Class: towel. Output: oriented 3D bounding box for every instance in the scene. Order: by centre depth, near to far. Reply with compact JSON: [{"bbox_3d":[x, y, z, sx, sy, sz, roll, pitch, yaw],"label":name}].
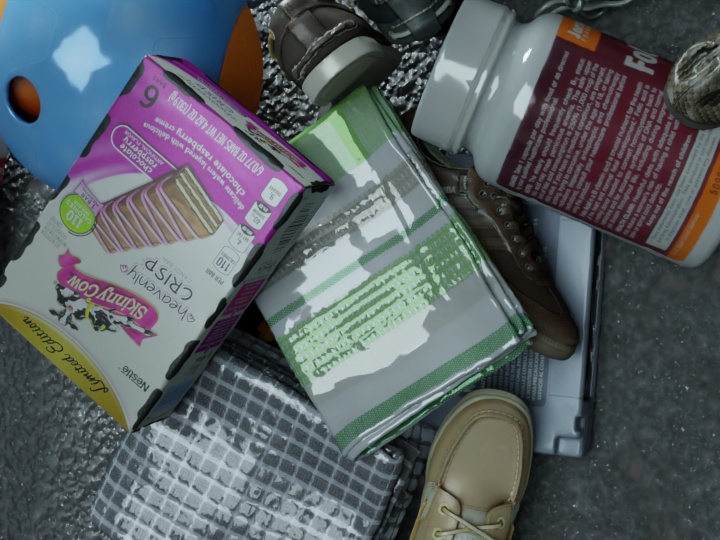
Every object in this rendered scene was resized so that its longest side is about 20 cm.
[{"bbox_3d":[0.000,0.000,0.922,0.149,0.031,0.201,-35,76,11],"label":"towel"},{"bbox_3d":[-0.069,0.144,0.989,0.199,0.086,0.166,27,96,12],"label":"towel"}]

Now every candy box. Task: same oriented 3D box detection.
[{"bbox_3d":[-0.130,-0.017,0.924,0.136,0.061,0.200,39,106,11],"label":"candy box"}]

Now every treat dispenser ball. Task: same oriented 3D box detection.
[{"bbox_3d":[-0.170,-0.146,1.036,0.200,0.201,0.202,0,90,26],"label":"treat dispenser ball"}]

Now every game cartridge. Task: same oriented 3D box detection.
[{"bbox_3d":[0.099,0.021,0.998,0.133,0.041,0.201,5,92,30],"label":"game cartridge"}]

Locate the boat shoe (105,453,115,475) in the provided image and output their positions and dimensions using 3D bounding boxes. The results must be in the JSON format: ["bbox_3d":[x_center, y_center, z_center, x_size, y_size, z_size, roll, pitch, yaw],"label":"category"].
[{"bbox_3d":[-0.121,0.186,1.090,0.199,0.057,0.067,25,100,24],"label":"boat shoe"}]

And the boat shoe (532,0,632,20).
[{"bbox_3d":[0.141,-0.203,0.958,0.201,0.075,0.086,25,100,26],"label":"boat shoe"}]

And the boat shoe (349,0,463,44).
[{"bbox_3d":[0.034,-0.179,0.948,0.072,0.200,0.068,-38,94,11],"label":"boat shoe"}]

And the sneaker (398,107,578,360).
[{"bbox_3d":[0.080,-0.029,0.951,0.200,0.070,0.076,45,104,18],"label":"sneaker"}]

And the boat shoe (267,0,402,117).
[{"bbox_3d":[-0.019,-0.144,0.964,0.072,0.200,0.060,-40,88,7],"label":"boat shoe"}]

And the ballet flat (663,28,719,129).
[{"bbox_3d":[0.263,-0.147,0.857,0.199,0.046,0.067,-29,71,-18],"label":"ballet flat"}]

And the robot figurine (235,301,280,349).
[{"bbox_3d":[-0.055,0.009,1.059,0.145,0.058,0.200,43,106,20],"label":"robot figurine"}]

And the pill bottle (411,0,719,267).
[{"bbox_3d":[0.141,-0.091,0.904,0.199,0.114,0.115,23,100,3],"label":"pill bottle"}]

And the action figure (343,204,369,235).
[{"bbox_3d":[0.000,-0.018,0.974,0.200,0.065,0.052,44,93,11],"label":"action figure"}]

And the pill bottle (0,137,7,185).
[{"bbox_3d":[-0.350,-0.074,1.167,0.119,0.119,0.201,15,96,25],"label":"pill bottle"}]

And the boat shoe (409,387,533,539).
[{"bbox_3d":[0.070,0.176,0.964,0.073,0.069,0.201,11,115,-4],"label":"boat shoe"}]
